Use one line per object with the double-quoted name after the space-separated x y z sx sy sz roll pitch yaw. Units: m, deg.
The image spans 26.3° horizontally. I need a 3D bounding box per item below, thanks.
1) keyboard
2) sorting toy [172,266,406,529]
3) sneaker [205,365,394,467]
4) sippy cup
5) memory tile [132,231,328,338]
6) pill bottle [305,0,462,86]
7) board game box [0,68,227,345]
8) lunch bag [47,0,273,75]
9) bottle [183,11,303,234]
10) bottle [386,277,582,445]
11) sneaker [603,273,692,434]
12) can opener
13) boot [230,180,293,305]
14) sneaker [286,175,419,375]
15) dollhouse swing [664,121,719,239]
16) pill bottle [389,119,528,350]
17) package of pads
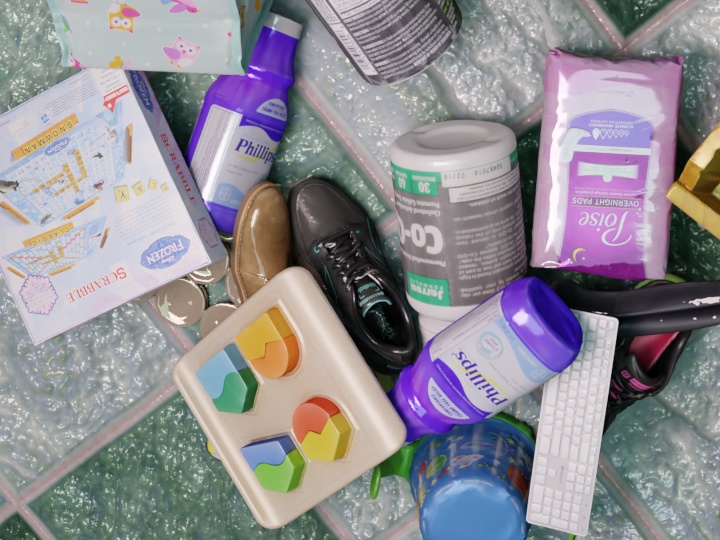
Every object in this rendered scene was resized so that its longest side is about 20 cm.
0.183 0.132 1.336 0.056 0.011 0.201 10 105 14 "keyboard"
-0.073 0.119 1.373 0.200 0.036 0.185 -38 80 38 "sorting toy"
-0.056 0.131 1.467 0.199 0.078 0.091 -16 88 9 "sneaker"
0.107 0.213 1.433 0.177 0.130 0.140 -23 101 13 "sippy cup"
-0.125 0.000 1.462 0.200 0.017 0.154 30 106 -1 "memory tile"
-0.006 -0.261 1.297 0.106 0.106 0.200 -30 122 13 "pill bottle"
-0.245 -0.062 1.366 0.200 0.041 0.200 -23 91 22 "board game box"
-0.159 -0.260 1.311 0.170 0.200 0.122 3 131 8 "lunch bag"
-0.106 -0.134 1.386 0.065 0.083 0.200 23 95 30 "bottle"
0.093 0.087 1.320 0.200 0.065 0.084 -36 102 30 "bottle"
0.235 0.091 1.407 0.077 0.084 0.200 30 107 -9 "sneaker"
0.237 0.040 1.347 0.199 0.063 0.079 -9 62 25 "can opener"
-0.071 0.017 1.402 0.075 0.074 0.201 18 118 38 "boot"
0.000 0.000 1.400 0.075 0.079 0.200 -31 90 -8 "sneaker"
0.400 -0.084 1.306 0.176 0.182 0.200 43 106 15 "dollhouse swing"
0.091 -0.024 1.374 0.113 0.113 0.201 -5 111 8 "pill bottle"
0.216 -0.094 1.356 0.120 0.076 0.201 5 99 7 "package of pads"
